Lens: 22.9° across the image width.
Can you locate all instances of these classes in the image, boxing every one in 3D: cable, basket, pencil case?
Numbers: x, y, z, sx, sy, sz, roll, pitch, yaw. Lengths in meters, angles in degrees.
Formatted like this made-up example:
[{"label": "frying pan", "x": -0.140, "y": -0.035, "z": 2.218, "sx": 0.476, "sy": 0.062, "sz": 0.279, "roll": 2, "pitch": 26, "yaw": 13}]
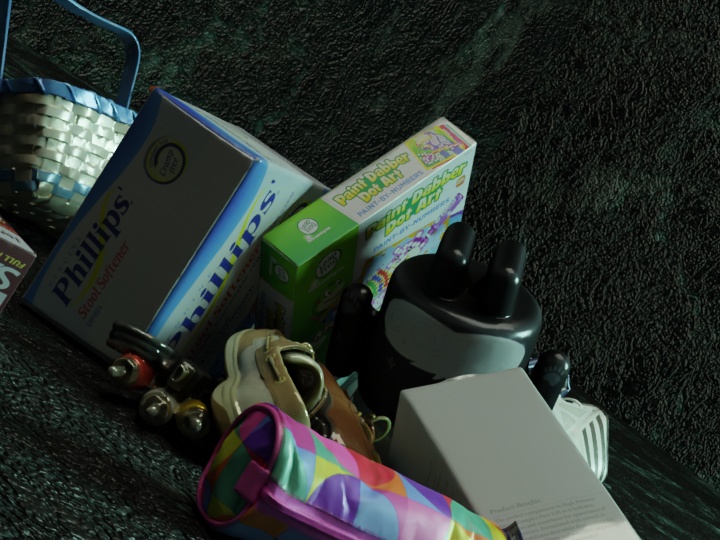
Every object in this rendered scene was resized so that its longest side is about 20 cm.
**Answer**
[{"label": "cable", "x": -0.129, "y": 0.084, "z": 1.226, "sx": 0.097, "sy": 0.050, "sz": 0.200, "roll": 35, "pitch": -6, "yaw": 9}, {"label": "basket", "x": -0.267, "y": -0.143, "z": 1.551, "sx": 0.139, "sy": 0.200, "sz": 0.176, "roll": 3, "pitch": -15, "yaw": 35}, {"label": "pencil case", "x": 0.002, "y": 0.153, "z": 1.056, "sx": 0.200, "sy": 0.088, "sz": 0.088, "roll": 29, "pitch": 6, "yaw": -25}]

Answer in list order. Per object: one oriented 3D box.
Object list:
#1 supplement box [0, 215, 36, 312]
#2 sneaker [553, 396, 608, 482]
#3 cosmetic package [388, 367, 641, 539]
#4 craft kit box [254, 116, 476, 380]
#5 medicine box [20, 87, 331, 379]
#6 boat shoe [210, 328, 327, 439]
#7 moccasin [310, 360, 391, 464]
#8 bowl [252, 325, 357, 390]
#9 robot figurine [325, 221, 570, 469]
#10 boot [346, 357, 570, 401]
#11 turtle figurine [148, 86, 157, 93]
[{"label": "supplement box", "x": -0.306, "y": -0.047, "z": 1.175, "sx": 0.109, "sy": 0.061, "sz": 0.200, "roll": 30, "pitch": 6, "yaw": -41}, {"label": "sneaker", "x": 0.129, "y": 0.113, "z": 1.473, "sx": 0.115, "sy": 0.076, "sz": 0.201, "roll": 0, "pitch": 45, "yaw": -48}, {"label": "cosmetic package", "x": 0.105, "y": 0.162, "z": 1.203, "sx": 0.102, "sy": 0.074, "sz": 0.200, "roll": -8, "pitch": 40, "yaw": -22}, {"label": "craft kit box", "x": 0.000, "y": 0.000, "z": 1.416, "sx": 0.048, "sy": 0.200, "sz": 0.198, "roll": 38, "pitch": -34, "yaw": 26}, {"label": "medicine box", "x": -0.131, "y": -0.021, "z": 1.330, "sx": 0.103, "sy": 0.182, "sz": 0.200, "roll": 34, "pitch": 5, "yaw": 14}, {"label": "boat shoe", "x": -0.057, "y": 0.083, "z": 1.227, "sx": 0.200, "sy": 0.066, "sz": 0.074, "roll": -88, "pitch": 159, "yaw": -74}, {"label": "moccasin", "x": -0.022, "y": 0.121, "z": 1.293, "sx": 0.078, "sy": 0.074, "sz": 0.201, "roll": 41, "pitch": -1, "yaw": -18}, {"label": "bowl", "x": -0.071, "y": 0.044, "z": 1.560, "sx": 0.201, "sy": 0.105, "sz": 0.201, "roll": 32, "pitch": 5, "yaw": -3}, {"label": "robot figurine", "x": 0.066, "y": 0.066, "z": 1.364, "sx": 0.125, "sy": 0.200, "sz": 0.150, "roll": -9, "pitch": 36, "yaw": -42}, {"label": "boot", "x": 0.080, "y": 0.107, "z": 1.528, "sx": 0.200, "sy": 0.073, "sz": 0.090, "roll": -15, "pitch": 5, "yaw": -30}, {"label": "turtle figurine", "x": -0.194, "y": -0.056, "z": 1.638, "sx": 0.064, "sy": 0.200, "sz": 0.161, "roll": -10, "pitch": 48, "yaw": -32}]
